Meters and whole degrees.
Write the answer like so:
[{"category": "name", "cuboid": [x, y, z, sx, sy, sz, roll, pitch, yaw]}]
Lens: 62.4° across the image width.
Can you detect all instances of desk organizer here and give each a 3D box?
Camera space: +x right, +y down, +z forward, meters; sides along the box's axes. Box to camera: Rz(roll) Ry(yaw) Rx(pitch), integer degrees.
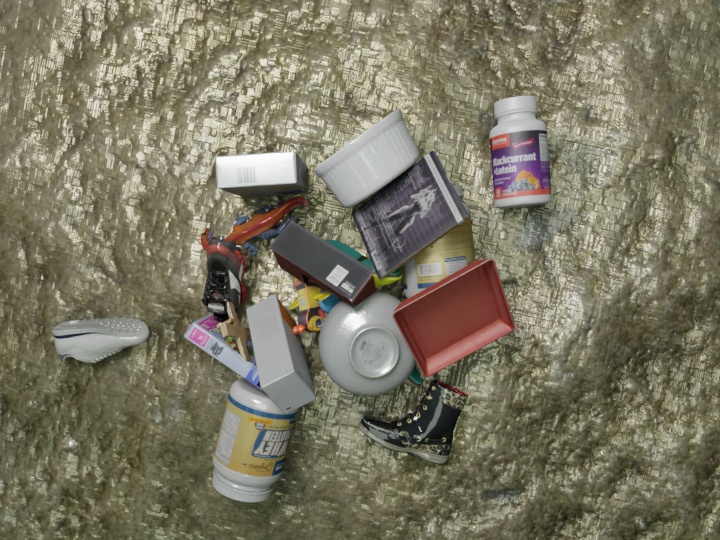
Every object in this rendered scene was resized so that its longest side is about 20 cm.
[{"category": "desk organizer", "cuboid": [-0.068, -0.003, 1.104, 0.198, 0.077, 0.072, 32, 69, 22]}]

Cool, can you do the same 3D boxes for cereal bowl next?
[{"category": "cereal bowl", "cuboid": [0.021, 0.143, 1.111, 0.196, 0.083, 0.205, -1, 98, -8]}]

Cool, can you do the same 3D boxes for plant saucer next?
[{"category": "plant saucer", "cuboid": [0.168, 0.082, 1.073, 0.197, 0.037, 0.201, -29, 132, 1]}]

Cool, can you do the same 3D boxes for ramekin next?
[{"category": "ramekin", "cuboid": [0.017, -0.206, 1.123, 0.199, 0.201, 0.099, -34, 99, 2]}]

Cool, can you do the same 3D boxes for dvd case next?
[{"category": "dvd case", "cuboid": [0.084, -0.099, 1.072, 0.199, 0.016, 0.151, -36, 61, 24]}]

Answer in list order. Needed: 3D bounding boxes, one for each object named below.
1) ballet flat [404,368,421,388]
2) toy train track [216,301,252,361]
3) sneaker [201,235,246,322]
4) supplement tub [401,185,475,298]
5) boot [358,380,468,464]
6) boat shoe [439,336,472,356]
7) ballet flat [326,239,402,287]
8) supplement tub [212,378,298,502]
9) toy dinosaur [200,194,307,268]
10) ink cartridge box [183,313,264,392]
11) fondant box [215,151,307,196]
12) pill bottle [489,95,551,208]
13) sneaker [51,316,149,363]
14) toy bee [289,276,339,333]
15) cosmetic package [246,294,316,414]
[{"category": "ballet flat", "cuboid": [0.042, 0.170, 1.209, 0.067, 0.068, 0.201, -41, 86, 22]}, {"category": "toy train track", "cuboid": [-0.228, 0.126, 1.137, 0.032, 0.200, 0.117, -22, 76, 7]}, {"category": "sneaker", "cuboid": [-0.262, 0.025, 1.132, 0.069, 0.202, 0.099, 12, 49, 4]}, {"category": "supplement tub", "cuboid": [0.145, -0.052, 1.142, 0.142, 0.145, 0.204, -6, 93, 1]}, {"category": "boot", "cuboid": [0.109, 0.288, 1.200, 0.200, 0.073, 0.156, 21, 95, -8]}, {"category": "boat shoe", "cuboid": [0.131, 0.117, 1.184, 0.197, 0.091, 0.072, 17, 93, 0]}, {"category": "ballet flat", "cuboid": [0.000, 0.000, 1.162, 0.198, 0.066, 0.068, 24, 119, 35]}, {"category": "supplement tub", "cuboid": [-0.209, 0.330, 1.172, 0.142, 0.145, 0.204, 15, 93, 0]}, {"category": "toy dinosaur", "cuboid": [-0.220, -0.091, 1.158, 0.179, 0.200, 0.106, -23, 75, -29]}, {"category": "ink cartridge box", "cuboid": [-0.241, 0.162, 1.177, 0.199, 0.119, 0.042, 37, 95, -1]}, {"category": "fondant box", "cuboid": [-0.179, -0.178, 1.121, 0.141, 0.200, 0.060, -3, 94, 1]}, {"category": "pill bottle", "cuboid": [0.309, -0.227, 1.156, 0.109, 0.111, 0.204, -5, 92, 1]}, {"category": "sneaker", "cuboid": [-0.524, 0.145, 1.212, 0.196, 0.076, 0.082, -1, 104, 5]}, {"category": "toy bee", "cuboid": [-0.090, 0.075, 1.167, 0.202, 0.108, 0.131, 57, 135, 14]}, {"category": "cosmetic package", "cuboid": [-0.153, 0.155, 1.129, 0.070, 0.202, 0.102, -26, 134, 3]}]
